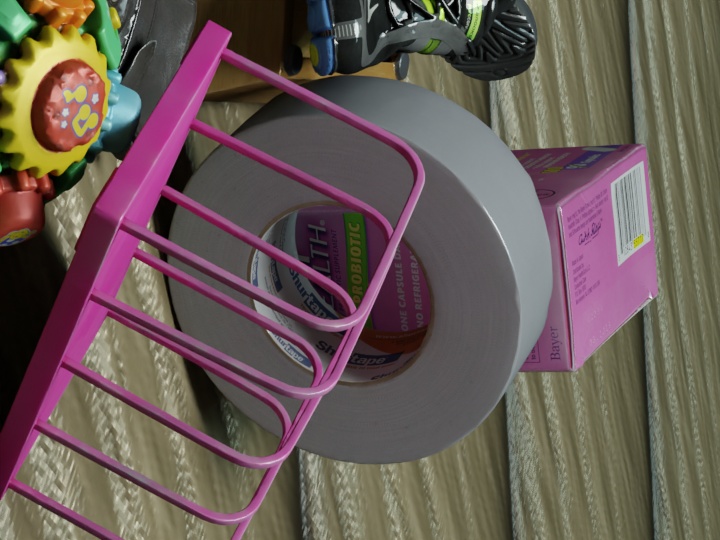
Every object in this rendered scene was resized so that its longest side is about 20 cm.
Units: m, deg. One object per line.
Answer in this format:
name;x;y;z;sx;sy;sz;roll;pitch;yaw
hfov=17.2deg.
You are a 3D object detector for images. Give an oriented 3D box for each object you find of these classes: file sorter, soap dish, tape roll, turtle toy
file sorter;-0.069;0.023;1.078;0.200;0.125;0.139;-61;-178;43
soap dish;-0.036;-0.171;1.321;0.200;0.081;0.158;-7;102;-65
tape roll;0.000;0.000;1.266;0.066;0.199;0.201;-50;134;-57
turtle toy;-0.165;-0.063;0.980;0.200;0.101;0.146;-47;138;-29

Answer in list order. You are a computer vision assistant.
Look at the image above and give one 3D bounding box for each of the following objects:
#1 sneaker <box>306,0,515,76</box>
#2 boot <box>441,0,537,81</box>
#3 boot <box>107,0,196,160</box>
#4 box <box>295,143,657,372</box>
sneaker;0.028;-0.147;1.269;0.199;0.082;0.071;-29;121;-61
boot;0.072;-0.244;1.494;0.165;0.065;0.201;56;32;-51
boot;-0.129;-0.166;1.152;0.174;0.069;0.201;24;77;-65
box;0.054;-0.009;1.394;0.176;0.199;0.097;-31;117;-63
